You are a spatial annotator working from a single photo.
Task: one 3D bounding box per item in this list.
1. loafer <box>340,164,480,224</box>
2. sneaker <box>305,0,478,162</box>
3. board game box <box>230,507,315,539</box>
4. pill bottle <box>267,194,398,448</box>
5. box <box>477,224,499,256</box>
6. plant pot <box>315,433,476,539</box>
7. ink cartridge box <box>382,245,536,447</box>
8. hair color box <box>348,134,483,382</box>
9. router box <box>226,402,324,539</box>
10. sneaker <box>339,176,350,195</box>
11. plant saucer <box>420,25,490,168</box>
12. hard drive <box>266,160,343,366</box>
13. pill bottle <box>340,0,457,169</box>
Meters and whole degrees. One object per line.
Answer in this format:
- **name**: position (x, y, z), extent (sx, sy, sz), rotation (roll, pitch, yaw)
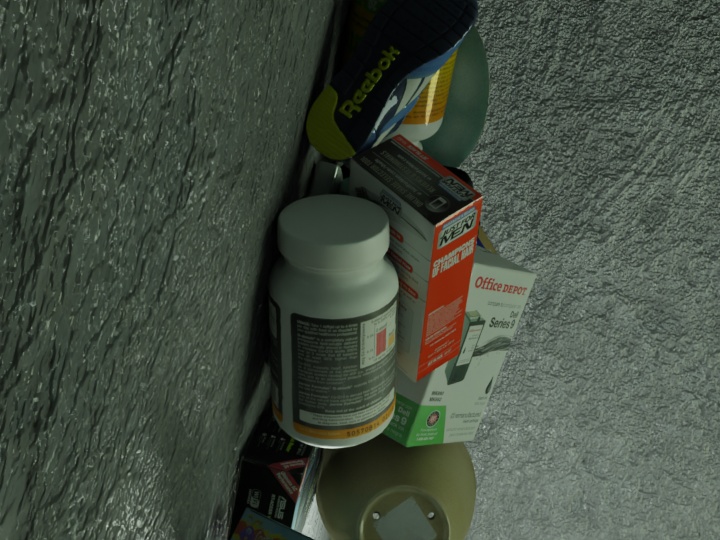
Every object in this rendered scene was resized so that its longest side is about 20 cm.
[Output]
- **loafer**: position (0.046, -0.076, 1.153), extent (0.073, 0.199, 0.073), rotation (-41, 128, -20)
- **sneaker**: position (0.027, -0.178, 0.969), extent (0.200, 0.074, 0.082), rotation (-47, 170, -3)
- **board game box**: position (-0.033, 0.310, 0.969), extent (0.200, 0.104, 0.104), rotation (41, 70, -39)
- **pill bottle**: position (-0.023, 0.044, 0.937), extent (0.117, 0.115, 0.202), rotation (-69, 163, -59)
- **box**: position (0.093, 0.053, 1.224), extent (0.201, 0.032, 0.121), rotation (-56, 144, -11)
- **plant pot**: position (0.040, 0.250, 1.134), extent (0.200, 0.185, 0.189), rotation (-57, 160, -90)
- **ink cartridge box**: position (0.088, 0.074, 1.128), extent (0.145, 0.084, 0.202), rotation (7, 106, -54)
- **hair color box**: position (0.043, -0.008, 0.978), extent (0.064, 0.111, 0.201), rotation (-30, 144, -28)
- **router box**: position (-0.082, 0.219, 1.093), extent (0.200, 0.062, 0.151), rotation (-64, 168, -70)
- **sneaker**: position (0.000, 0.000, 1.093), extent (0.141, 0.077, 0.200), rotation (-65, 161, -16)
- **plant saucer**: position (0.054, -0.199, 1.161), extent (0.038, 0.201, 0.203), rotation (-10, 122, -39)
- **hard drive**: position (-0.053, 0.005, 1.085), extent (0.132, 0.026, 0.202), rotation (80, 23, -78)
- **pill bottle**: position (0.036, -0.196, 1.064), extent (0.111, 0.110, 0.202), rotation (-68, 170, -62)
